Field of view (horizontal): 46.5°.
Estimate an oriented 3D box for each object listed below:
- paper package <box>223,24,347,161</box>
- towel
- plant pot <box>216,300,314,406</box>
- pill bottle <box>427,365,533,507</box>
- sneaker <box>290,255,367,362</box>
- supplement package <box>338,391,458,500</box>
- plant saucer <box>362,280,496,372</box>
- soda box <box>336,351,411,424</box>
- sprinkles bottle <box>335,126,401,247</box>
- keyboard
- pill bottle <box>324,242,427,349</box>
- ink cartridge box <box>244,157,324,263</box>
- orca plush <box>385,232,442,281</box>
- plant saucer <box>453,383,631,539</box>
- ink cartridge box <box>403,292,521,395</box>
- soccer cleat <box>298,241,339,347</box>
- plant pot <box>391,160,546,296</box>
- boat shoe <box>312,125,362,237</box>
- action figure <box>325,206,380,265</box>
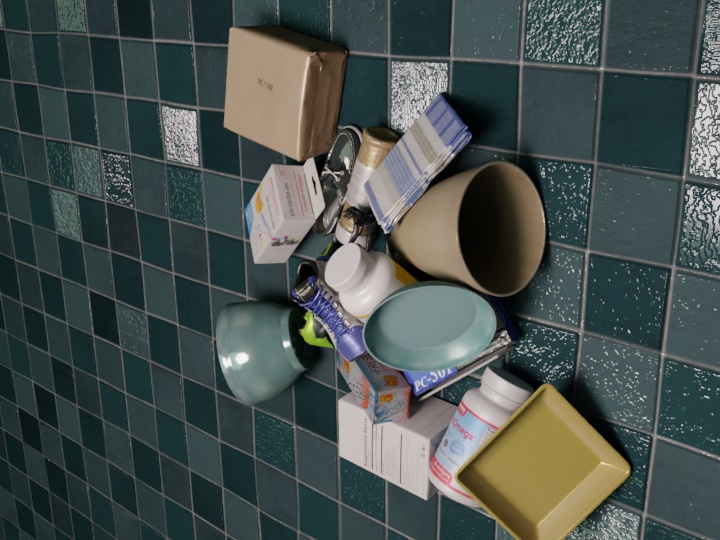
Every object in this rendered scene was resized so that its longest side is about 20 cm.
[{"bbox_3d":[-0.133,-0.313,1.454,0.198,0.103,0.194,27,121,32],"label":"paper package"},{"bbox_3d":[0.082,-0.164,1.273,0.201,0.024,0.148,-50,30,18],"label":"towel"},{"bbox_3d":[-0.169,0.145,1.600,0.132,0.200,0.204,-16,94,17],"label":"plant pot"},{"bbox_3d":[0.193,0.258,1.319,0.108,0.108,0.203,29,99,31],"label":"pill bottle"},{"bbox_3d":[-0.061,0.062,1.415,0.080,0.115,0.201,-36,68,24],"label":"sneaker"},{"bbox_3d":[0.072,0.284,1.458,0.198,0.120,0.122,18,119,37],"label":"supplement package"},{"bbox_3d":[0.100,0.077,1.229,0.201,0.197,0.036,-51,31,39],"label":"plant saucer"},{"bbox_3d":[0.020,0.183,1.448,0.200,0.067,0.065,-131,40,-60],"label":"soda box"},{"bbox_3d":[0.012,-0.137,1.405,0.068,0.068,0.202,35,125,28],"label":"sprinkles bottle"},{"bbox_3d":[0.170,0.171,1.375,0.199,0.056,0.011,-39,83,43],"label":"keyboard"},{"bbox_3d":[0.037,0.040,1.288,0.103,0.199,0.105,-28,42,29],"label":"pill bottle"},{"bbox_3d":[-0.140,-0.110,1.507,0.200,0.067,0.117,-48,50,51],"label":"ink cartridge box"},{"bbox_3d":[0.086,-0.019,1.376,0.105,0.071,0.202,-41,76,42],"label":"orca plush"},{"bbox_3d":[0.268,0.294,1.252,0.200,0.048,0.200,44,95,-10],"label":"plant saucer"},{"bbox_3d":[0.150,0.115,1.350,0.199,0.044,0.095,-34,82,29],"label":"ink cartridge box"},{"bbox_3d":[-0.055,0.046,1.540,0.080,0.068,0.203,16,109,4],"label":"soccer cleat"},{"bbox_3d":[0.142,-0.058,1.255,0.199,0.185,0.191,-1,104,52],"label":"plant pot"},{"bbox_3d":[-0.040,-0.150,1.453,0.075,0.060,0.203,26,120,34],"label":"boat shoe"},{"bbox_3d":[0.000,0.000,1.386,0.119,0.101,0.203,35,136,52],"label":"action figure"}]
